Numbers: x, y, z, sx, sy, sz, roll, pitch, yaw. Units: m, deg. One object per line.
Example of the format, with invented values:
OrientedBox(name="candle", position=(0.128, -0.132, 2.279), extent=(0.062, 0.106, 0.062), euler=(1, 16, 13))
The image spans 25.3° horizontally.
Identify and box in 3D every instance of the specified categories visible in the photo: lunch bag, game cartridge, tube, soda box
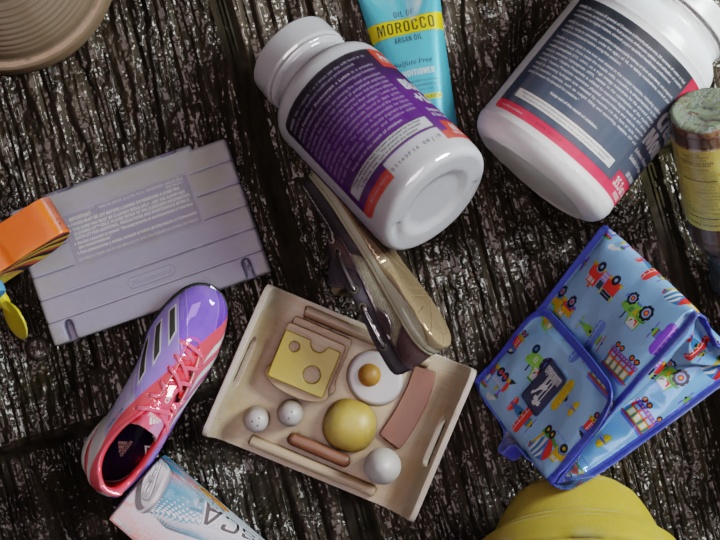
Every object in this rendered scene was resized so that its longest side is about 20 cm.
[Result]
OrientedBox(name="lunch bag", position=(0.193, 0.088, 1.355), extent=(0.200, 0.151, 0.094), euler=(-44, 130, 4))
OrientedBox(name="game cartridge", position=(-0.192, -0.027, 1.403), extent=(0.199, 0.038, 0.130), euler=(-19, 86, -2))
OrientedBox(name="tube", position=(0.049, -0.169, 1.409), extent=(0.077, 0.050, 0.201), euler=(-12, 85, 0))
OrientedBox(name="soda box", position=(-0.118, 0.249, 1.384), extent=(0.200, 0.064, 0.068), euler=(40, 88, -1))

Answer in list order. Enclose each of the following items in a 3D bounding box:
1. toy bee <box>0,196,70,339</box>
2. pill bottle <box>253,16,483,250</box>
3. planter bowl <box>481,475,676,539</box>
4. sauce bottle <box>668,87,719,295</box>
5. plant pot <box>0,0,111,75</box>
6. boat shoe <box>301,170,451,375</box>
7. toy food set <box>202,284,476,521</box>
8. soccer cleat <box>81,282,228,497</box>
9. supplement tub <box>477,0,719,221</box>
OrientedBox(name="toy bee", position=(-0.341, 0.002, 1.361), extent=(0.199, 0.109, 0.131), euler=(-10, 84, -7))
OrientedBox(name="pill bottle", position=(0.001, -0.121, 1.347), extent=(0.111, 0.111, 0.200), euler=(-42, 65, -2))
OrientedBox(name="planter bowl", position=(0.182, 0.226, 1.356), extent=(0.200, 0.201, 0.084), euler=(2, 59, -2))
OrientedBox(name="sauce bottle", position=(0.304, -0.061, 1.357), extent=(0.065, 0.065, 0.200), euler=(-23, 132, -2))
OrientedBox(name="plant pot", position=(-0.311, -0.273, 1.375), extent=(0.200, 0.093, 0.202), euler=(0, 90, -3))
OrientedBox(name="boat shoe", position=(0.000, 0.000, 1.375), extent=(0.065, 0.072, 0.200), euler=(-39, 72, 14))
OrientedBox(name="toy food set", position=(-0.018, 0.114, 1.391), extent=(0.199, 0.060, 0.144), euler=(23, 88, -2))
OrientedBox(name="soccer cleat", position=(-0.170, 0.104, 1.369), extent=(0.068, 0.073, 0.200), euler=(32, 92, -19))
OrientedBox(name="supplement tub", position=(0.208, -0.156, 1.364), extent=(0.140, 0.140, 0.200), euler=(39, 88, -1))
